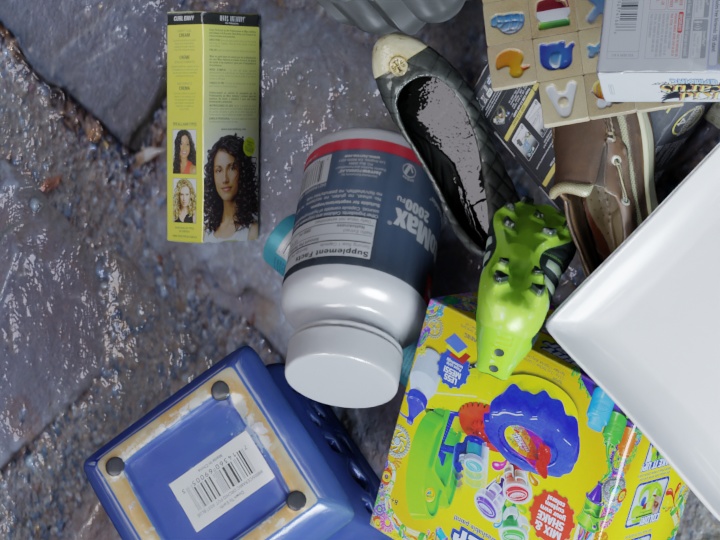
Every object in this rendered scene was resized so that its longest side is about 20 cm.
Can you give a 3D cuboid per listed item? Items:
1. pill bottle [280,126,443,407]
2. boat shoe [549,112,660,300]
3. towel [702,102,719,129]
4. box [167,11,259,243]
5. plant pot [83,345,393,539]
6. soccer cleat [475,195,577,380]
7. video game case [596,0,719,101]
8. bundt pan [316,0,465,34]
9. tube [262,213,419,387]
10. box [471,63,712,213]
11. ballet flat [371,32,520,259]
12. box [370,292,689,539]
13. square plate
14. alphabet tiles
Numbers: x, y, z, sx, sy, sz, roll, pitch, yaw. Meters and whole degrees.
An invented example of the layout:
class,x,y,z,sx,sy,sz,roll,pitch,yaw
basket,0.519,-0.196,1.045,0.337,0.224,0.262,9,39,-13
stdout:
class,x,y,z,sx,sy,sz,roll,pitch,yaw
pill bottle,0.000,0.000,1.608,0.119,0.119,0.202,-16,53,38
boat shoe,0.171,-0.072,1.462,0.074,0.075,0.204,-14,97,48
towel,0.269,-0.214,1.487,0.200,0.034,0.194,40,114,32
box,-0.130,-0.126,1.785,0.050,0.075,0.202,4,97,41
plant pot,-0.098,0.191,1.669,0.199,0.180,0.201,-35,68,2
soccer cleat,0.114,0.009,1.475,0.067,0.200,0.082,20,117,5
video game case,0.261,-0.209,1.377,0.180,0.045,0.202,1,66,18
bundt pan,0.044,-0.264,1.589,0.200,0.076,0.203,-19,46,21
tube,0.003,0.027,1.708,0.200,0.050,0.078,39,120,25
box,0.178,-0.145,1.518,0.162,0.049,0.201,52,137,24
ballet flat,0.069,-0.099,1.573,0.066,0.057,0.201,-33,83,17
box,0.139,0.142,1.546,0.199,0.121,0.194,26,110,35
square plate,0.259,0.038,1.395,0.198,0.028,0.200,-46,64,9
alphabet tiles,0.168,-0.202,1.443,0.165,0.006,0.202,-9,71,11
